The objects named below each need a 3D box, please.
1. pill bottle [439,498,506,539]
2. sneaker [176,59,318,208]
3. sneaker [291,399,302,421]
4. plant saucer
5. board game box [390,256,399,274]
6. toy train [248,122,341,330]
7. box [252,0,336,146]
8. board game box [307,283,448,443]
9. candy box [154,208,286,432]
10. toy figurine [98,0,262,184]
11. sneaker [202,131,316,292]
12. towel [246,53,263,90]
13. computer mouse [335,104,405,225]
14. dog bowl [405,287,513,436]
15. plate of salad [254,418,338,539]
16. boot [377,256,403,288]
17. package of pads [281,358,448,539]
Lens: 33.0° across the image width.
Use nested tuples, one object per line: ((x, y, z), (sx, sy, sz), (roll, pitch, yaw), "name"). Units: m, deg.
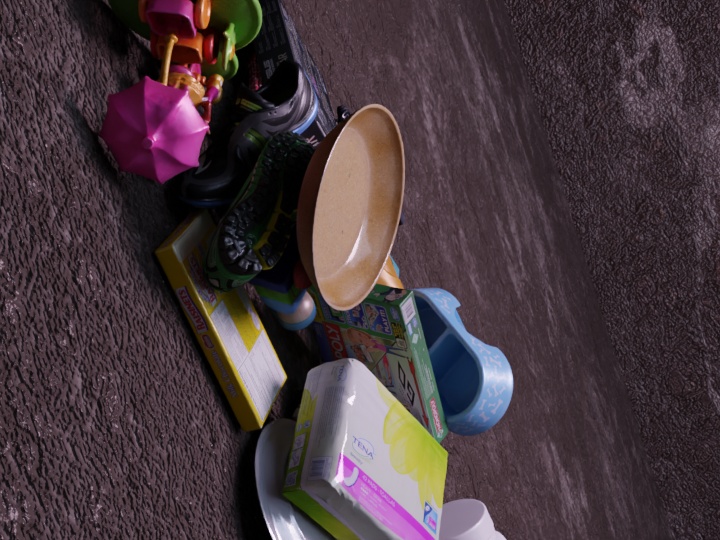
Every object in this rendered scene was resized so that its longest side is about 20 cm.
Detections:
((0.147, 0.397, 1.528), (0.113, 0.113, 0.200), (-57, 128, -65), "pill bottle")
((-0.118, -0.138, 1.207), (0.200, 0.071, 0.083), (-50, 147, -29), "sneaker")
((0.006, 0.179, 1.341), (0.080, 0.078, 0.200), (-58, 139, -17), "sneaker")
((-0.013, -0.063, 1.171), (0.200, 0.035, 0.201), (-42, 138, -53), "plant saucer")
((-0.013, -0.009, 1.514), (0.151, 0.047, 0.200), (-85, 151, -45), "board game box")
((-0.047, -0.042, 1.266), (0.200, 0.084, 0.116), (-62, 156, -27), "toy train")
((-0.072, -0.206, 1.432), (0.160, 0.043, 0.200), (58, 13, -52), "box")
((0.016, 0.097, 1.333), (0.029, 0.134, 0.200), (-46, 134, -38), "board game box")
((-0.132, 0.047, 1.180), (0.200, 0.026, 0.102), (67, 22, -17), "candy box")
((-0.179, -0.161, 1.128), (0.200, 0.150, 0.184), (88, 10, -64), "toy figurine")
((-0.096, -0.060, 1.170), (0.078, 0.085, 0.200), (44, 48, -10), "sneaker")
((-0.093, -0.154, 1.387), (0.200, 0.022, 0.145), (-98, 163, -60), "towel")
((0.004, -0.109, 1.507), (0.139, 0.053, 0.200), (61, 3, -31), "computer mouse")
((0.089, 0.100, 1.404), (0.050, 0.112, 0.200), (19, 26, -51), "dog bowl")
((-0.053, 0.244, 1.209), (0.200, 0.048, 0.200), (50, 24, -31), "plate of salad")
((0.001, -0.001, 1.369), (0.144, 0.071, 0.202), (59, 15, -52), "boot")
((0.012, 0.200, 1.219), (0.200, 0.068, 0.155), (48, 38, -36), "package of pads")
